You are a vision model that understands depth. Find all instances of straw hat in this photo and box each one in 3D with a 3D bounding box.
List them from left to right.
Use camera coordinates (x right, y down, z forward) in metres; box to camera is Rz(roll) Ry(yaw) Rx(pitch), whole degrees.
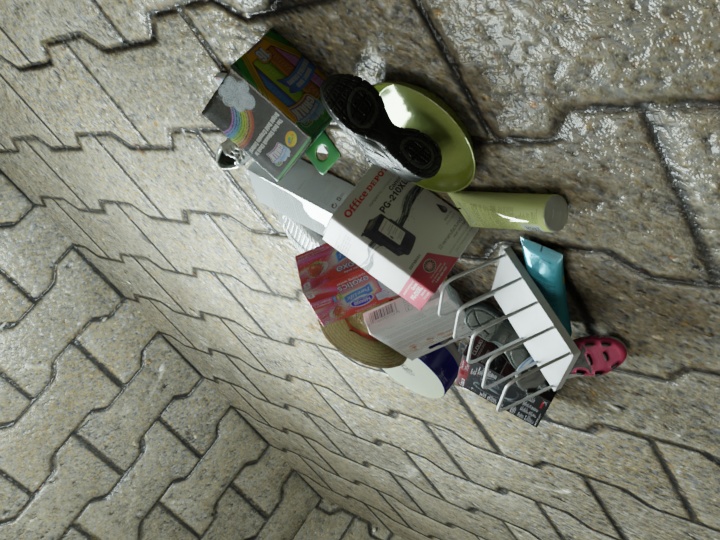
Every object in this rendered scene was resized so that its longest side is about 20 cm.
[{"bbox_3d":[0.018,0.091,1.583,0.200,0.201,0.086,32,115,14],"label":"straw hat"}]

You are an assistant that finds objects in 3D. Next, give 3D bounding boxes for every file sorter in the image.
[{"bbox_3d":[0.223,0.099,1.279,0.201,0.124,0.139,60,166,27],"label":"file sorter"}]

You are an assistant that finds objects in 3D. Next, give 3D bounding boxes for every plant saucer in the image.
[{"bbox_3d":[0.084,-0.194,1.167,0.199,0.031,0.201,31,155,16],"label":"plant saucer"}]

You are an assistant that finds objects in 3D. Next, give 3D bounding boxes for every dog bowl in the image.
[{"bbox_3d":[0.116,0.179,1.744,0.199,0.079,0.201,31,156,16],"label":"dog bowl"}]

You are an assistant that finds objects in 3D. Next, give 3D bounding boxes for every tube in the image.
[{"bbox_3d":[0.205,-0.087,1.176,0.199,0.051,0.059,8,102,55],"label":"tube"},{"bbox_3d":[0.291,0.034,1.272,0.077,0.050,0.201,22,148,37],"label":"tube"}]

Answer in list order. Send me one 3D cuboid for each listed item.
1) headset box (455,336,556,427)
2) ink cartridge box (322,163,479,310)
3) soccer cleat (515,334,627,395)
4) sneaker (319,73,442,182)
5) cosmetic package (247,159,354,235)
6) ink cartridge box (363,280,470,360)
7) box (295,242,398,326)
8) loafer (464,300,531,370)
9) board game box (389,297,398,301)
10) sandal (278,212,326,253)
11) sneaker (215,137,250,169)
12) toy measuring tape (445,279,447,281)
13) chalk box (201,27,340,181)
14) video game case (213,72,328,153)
[{"bbox_3d":[0.270,0.195,1.544,0.199,0.078,0.149,29,156,16],"label":"headset box"},{"bbox_3d":[0.062,-0.060,1.297,0.199,0.145,0.084,36,155,3],"label":"ink cartridge box"},{"bbox_3d":[0.345,0.141,1.354,0.199,0.086,0.070,-25,101,33],"label":"soccer cleat"},{"bbox_3d":[0.018,-0.189,1.147,0.200,0.076,0.091,43,162,-5],"label":"sneaker"},{"bbox_3d":[-0.099,-0.137,1.482,0.199,0.071,0.102,28,156,21],"label":"cosmetic package"},{"bbox_3d":[0.118,0.093,1.497,0.200,0.160,0.051,35,-146,-59],"label":"ink cartridge box"},{"bbox_3d":[0.000,0.000,1.420,0.095,0.198,0.103,-107,-9,-45],"label":"box"},{"bbox_3d":[0.271,0.116,1.450,0.199,0.063,0.072,39,117,-5],"label":"loafer"},{"bbox_3d":[-0.010,-0.004,1.630,0.151,0.046,0.200,2,138,54],"label":"board game box"},{"bbox_3d":[-0.081,-0.058,1.544,0.202,0.050,0.083,42,145,28],"label":"sandal"},{"bbox_3d":[-0.199,-0.217,1.433,0.073,0.071,0.200,42,157,-11],"label":"sneaker"},{"bbox_3d":[0.072,0.020,1.503,0.198,0.074,0.074,4,141,34],"label":"toy measuring tape"},{"bbox_3d":[-0.110,-0.232,1.231,0.200,0.124,0.125,41,140,-8],"label":"chalk box"},{"bbox_3d":[-0.148,-0.266,1.384,0.199,0.018,0.144,16,148,40],"label":"video game case"}]
